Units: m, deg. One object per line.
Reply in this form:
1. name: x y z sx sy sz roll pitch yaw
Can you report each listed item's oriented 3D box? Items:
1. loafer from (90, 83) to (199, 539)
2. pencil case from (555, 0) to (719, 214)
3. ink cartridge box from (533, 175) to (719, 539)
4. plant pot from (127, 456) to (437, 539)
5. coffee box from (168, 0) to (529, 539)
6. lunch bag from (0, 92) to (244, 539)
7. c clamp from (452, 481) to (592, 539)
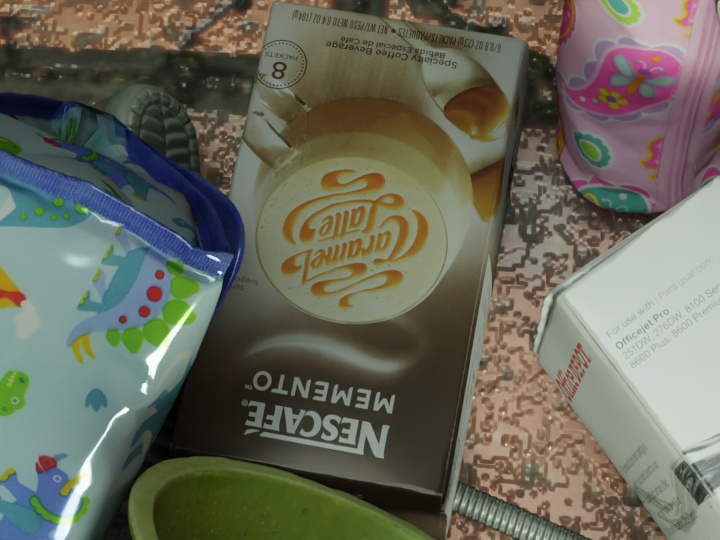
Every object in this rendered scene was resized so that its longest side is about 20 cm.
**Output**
1. loafer: -0.113 0.021 0.810 0.069 0.075 0.202 -3 76 34
2. pencil case: 0.125 -0.101 0.748 0.087 0.200 0.088 0 61 0
3. ink cartridge box: 0.161 0.078 0.735 0.084 0.145 0.201 -35 79 -6
4. plant pot: -0.032 0.198 0.644 0.199 0.200 0.191 31 102 9
5. coffee box: 0.000 0.000 0.782 0.113 0.080 0.202 9 70 6
6. lunch bag: -0.129 0.029 0.684 0.127 0.200 0.171 27 96 -14
7. c clamp: 0.052 0.127 0.792 0.199 0.027 0.172 28 81 9
